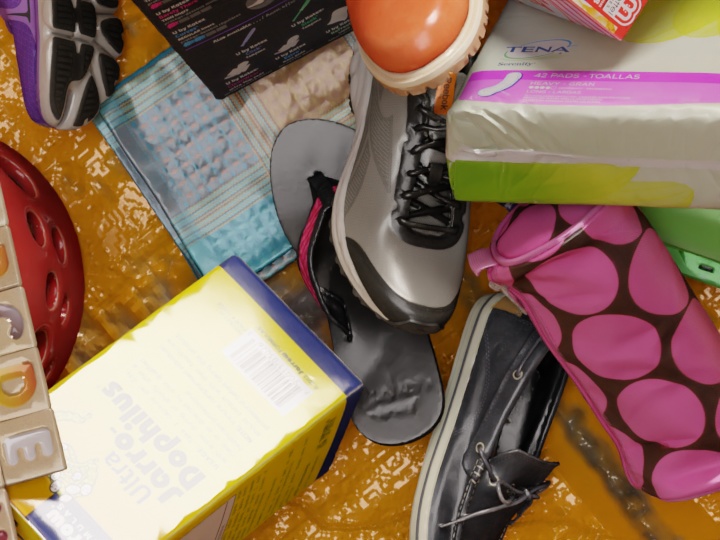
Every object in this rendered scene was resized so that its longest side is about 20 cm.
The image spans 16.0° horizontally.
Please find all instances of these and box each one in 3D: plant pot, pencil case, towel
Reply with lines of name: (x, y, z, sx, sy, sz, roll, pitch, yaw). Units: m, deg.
plant pot: (-0.268, 0.009, 1.442, 0.200, 0.182, 0.201, 0, 89, 4)
pencil case: (0.147, 0.041, 1.408, 0.094, 0.091, 0.200, -35, 111, 1)
towel: (-0.043, -0.092, 1.497, 0.200, 0.022, 0.147, -35, 86, 4)

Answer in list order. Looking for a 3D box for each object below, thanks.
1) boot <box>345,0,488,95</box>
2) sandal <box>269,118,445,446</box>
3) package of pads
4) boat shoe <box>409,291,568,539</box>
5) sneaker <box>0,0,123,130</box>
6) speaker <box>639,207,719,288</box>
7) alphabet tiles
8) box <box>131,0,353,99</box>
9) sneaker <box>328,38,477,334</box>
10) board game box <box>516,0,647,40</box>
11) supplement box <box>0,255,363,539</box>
boot: (0.006, -0.180, 1.346, 0.075, 0.107, 0.200, -28, 46, 15)
sandal: (0.000, 0.000, 1.444, 0.075, 0.045, 0.201, -20, 72, 6)
package of pads: (0.158, -0.098, 1.359, 0.199, 0.155, 0.068, 3, 125, 19)
boat shoe: (0.076, 0.113, 1.450, 0.062, 0.075, 0.201, 13, 85, 27)
sneaker: (-0.196, -0.173, 1.499, 0.083, 0.081, 0.201, -19, 74, 24)
speaker: (0.214, -0.031, 1.435, 0.199, 0.088, 0.089, 20, 91, 7)
alphabet tiles: (-0.247, 0.062, 1.330, 0.167, 0.008, 0.201, -16, 79, 4)
box: (-0.084, -0.197, 1.403, 0.106, 0.200, 0.123, -27, 69, 6)
sneaker: (0.031, -0.063, 1.409, 0.074, 0.079, 0.201, 9, 69, -23)
board game box: (0.138, -0.231, 1.359, 0.046, 0.151, 0.200, 34, 90, -32)
supplement box: (-0.112, 0.104, 1.405, 0.200, 0.109, 0.110, -37, 74, -29)
